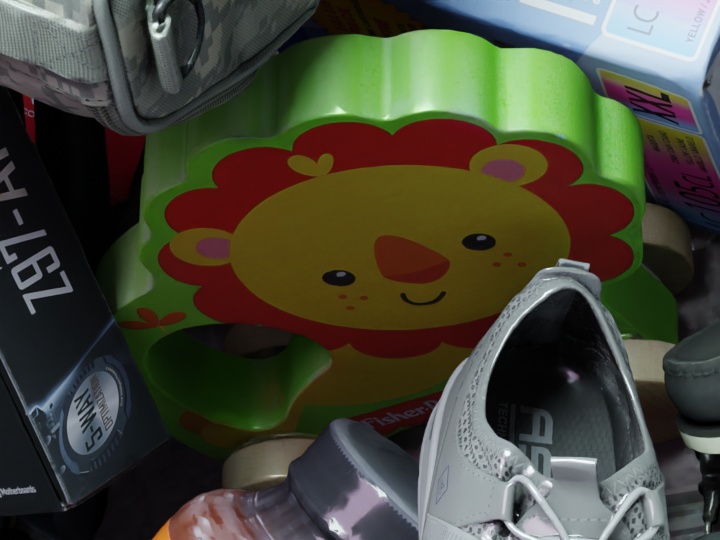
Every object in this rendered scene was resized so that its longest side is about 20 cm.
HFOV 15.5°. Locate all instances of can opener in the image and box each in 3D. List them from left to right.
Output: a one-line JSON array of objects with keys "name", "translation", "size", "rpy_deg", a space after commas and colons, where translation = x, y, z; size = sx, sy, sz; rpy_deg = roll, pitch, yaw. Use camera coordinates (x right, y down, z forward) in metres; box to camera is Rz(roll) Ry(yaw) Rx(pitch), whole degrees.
[{"name": "can opener", "translation": [-0.101, -0.009, 0.846], "size": [0.079, 0.063, 0.200], "rpy_deg": [24, 126, 34]}]

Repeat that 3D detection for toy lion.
[{"name": "toy lion", "translation": [0.000, 0.000, 0.781], "size": [0.200, 0.192, 0.069], "rpy_deg": [-18, 56, 30]}]

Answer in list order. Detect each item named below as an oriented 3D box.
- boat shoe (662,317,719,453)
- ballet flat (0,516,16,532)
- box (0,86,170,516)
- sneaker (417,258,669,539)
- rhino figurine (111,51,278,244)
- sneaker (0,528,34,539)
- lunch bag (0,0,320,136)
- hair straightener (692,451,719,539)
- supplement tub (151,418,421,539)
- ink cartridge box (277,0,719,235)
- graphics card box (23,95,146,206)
[{"name": "boat shoe", "translation": [0.169, -0.013, 0.731], "size": [0.201, 0.063, 0.074], "rpy_deg": [-28, 15, 18]}, {"name": "ballet flat", "translation": [-0.156, 0.121, 0.937], "size": [0.062, 0.067, 0.200], "rpy_deg": [-34, 38, 58]}, {"name": "box", "translation": [-0.162, 0.000, 0.823], "size": [0.200, 0.160, 0.044], "rpy_deg": [-9, 19, 49]}, {"name": "sneaker", "translation": [0.044, 0.083, 0.682], "size": [0.075, 0.082, 0.200], "rpy_deg": [3, 47, -9]}, {"name": "rhino figurine", "translation": [-0.064, -0.018, 0.933], "size": [0.087, 0.060, 0.200], "rpy_deg": [32, 94, 39]}, {"name": "sneaker", "translation": [-0.165, 0.155, 0.855], "size": [0.200, 0.071, 0.083], "rpy_deg": [-35, 66, -27]}, {"name": "lunch bag", "translation": [-0.095, -0.125, 0.680], "size": [0.200, 0.139, 0.168], "rpy_deg": [20, 49, 22]}, {"name": "hair straightener", "translation": [0.116, 0.066, 0.758], "size": [0.200, 0.041, 0.077], "rpy_deg": [-38, 49, 14]}, {"name": "supplement tub", "translation": [-0.046, 0.139, 0.792], "size": [0.200, 0.107, 0.107], "rpy_deg": [-50, 46, 8]}, {"name": "ink cartridge box", "translation": [0.036, -0.090, 0.803], "size": [0.200, 0.136, 0.076], "rpy_deg": [22, 79, 22]}, {"name": "graphics card box", "translation": [-0.169, -0.050, 0.940], "size": [0.200, 0.125, 0.051], "rpy_deg": [-16, 54, 59]}]
